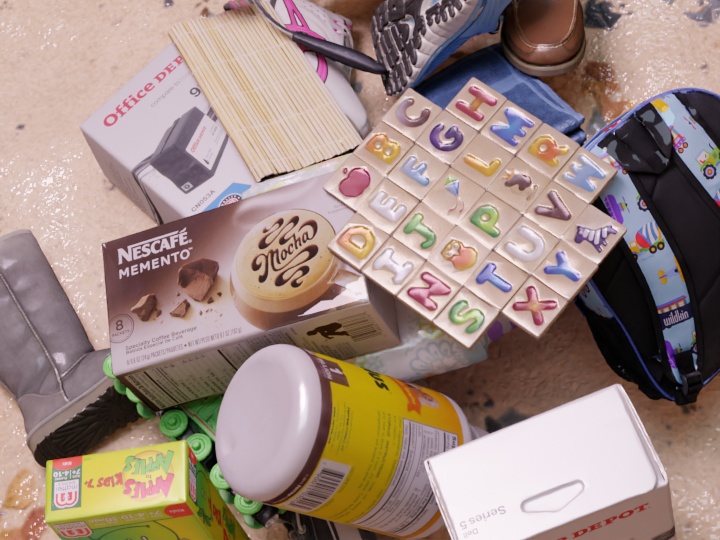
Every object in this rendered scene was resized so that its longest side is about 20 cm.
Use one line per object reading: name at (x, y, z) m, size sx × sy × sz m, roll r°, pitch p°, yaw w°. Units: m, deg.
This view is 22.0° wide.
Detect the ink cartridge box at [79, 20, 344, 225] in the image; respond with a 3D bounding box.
ink cartridge box at (-0.116, -0.096, 1.563) m, size 0.145 × 0.084 × 0.200 m, roll -43°, pitch 60°, yaw -13°

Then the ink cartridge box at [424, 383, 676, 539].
ink cartridge box at (0.137, 0.178, 1.277) m, size 0.144 × 0.200 × 0.084 m, roll -22°, pitch 58°, yaw 0°

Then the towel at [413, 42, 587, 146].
towel at (0.107, -0.119, 1.501) m, size 0.111 × 0.049 × 0.200 m, roll -28°, pitch 33°, yaw -2°

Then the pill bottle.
pill bottle at (0.004, 0.127, 1.311) m, size 0.109 × 0.199 × 0.110 m, roll -25°, pitch 55°, yaw 43°

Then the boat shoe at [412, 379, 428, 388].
boat shoe at (0.001, 0.092, 1.452) m, size 0.072 × 0.063 × 0.201 m, roll -13°, pitch 64°, yaw -36°

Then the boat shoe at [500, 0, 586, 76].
boat shoe at (0.150, -0.237, 1.550) m, size 0.071 × 0.068 × 0.201 m, roll -3°, pitch 38°, yaw 3°

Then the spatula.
spatula at (-0.066, -0.209, 1.553) m, size 0.199 × 0.057 × 0.021 m, roll 29°, pitch 107°, yaw 6°

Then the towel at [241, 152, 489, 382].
towel at (0.000, 0.000, 1.404) m, size 0.170 × 0.048 × 0.202 m, roll -18°, pitch 60°, yaw 13°

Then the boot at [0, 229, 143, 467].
boot at (-0.238, 0.044, 1.529) m, size 0.181 × 0.073 × 0.201 m, roll -28°, pitch 51°, yaw -6°

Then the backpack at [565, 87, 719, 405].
backpack at (0.224, -0.031, 1.362) m, size 0.182 × 0.201 × 0.134 m, roll -38°, pitch 18°, yaw -7°

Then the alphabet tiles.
alphabet tiles at (0.077, -0.043, 1.285) m, size 0.199 × 0.006 × 0.167 m, roll 35°, pitch 76°, yaw 26°

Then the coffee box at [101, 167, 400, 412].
coffee box at (-0.082, 0.016, 1.353) m, size 0.198 × 0.080 × 0.114 m, roll -16°, pitch 61°, yaw 13°

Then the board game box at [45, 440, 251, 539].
board game box at (-0.146, 0.191, 1.335) m, size 0.101 × 0.200 × 0.048 m, roll -9°, pitch 58°, yaw 8°

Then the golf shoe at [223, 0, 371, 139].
golf shoe at (-0.039, -0.188, 1.605) m, size 0.092 × 0.073 × 0.200 m, roll -32°, pitch 58°, yaw -8°

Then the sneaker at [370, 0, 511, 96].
sneaker at (0.077, -0.202, 1.523) m, size 0.089 × 0.200 × 0.079 m, roll -4°, pitch 72°, yaw -29°

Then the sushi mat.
sushi mat at (-0.079, -0.150, 1.526) m, size 0.095 × 0.012 × 0.201 m, roll -19°, pitch 52°, yaw -17°

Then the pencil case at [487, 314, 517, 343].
pencil case at (0.111, 0.003, 1.452) m, size 0.199 × 0.086 × 0.084 m, roll -35°, pitch 86°, yaw -5°

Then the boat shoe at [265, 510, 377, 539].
boat shoe at (-0.036, 0.179, 1.395) m, size 0.068 × 0.074 × 0.200 m, roll -29°, pitch 68°, yaw 8°

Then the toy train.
toy train at (-0.119, 0.116, 1.393) m, size 0.056 × 0.042 × 0.200 m, roll -42°, pitch 62°, yaw -12°
